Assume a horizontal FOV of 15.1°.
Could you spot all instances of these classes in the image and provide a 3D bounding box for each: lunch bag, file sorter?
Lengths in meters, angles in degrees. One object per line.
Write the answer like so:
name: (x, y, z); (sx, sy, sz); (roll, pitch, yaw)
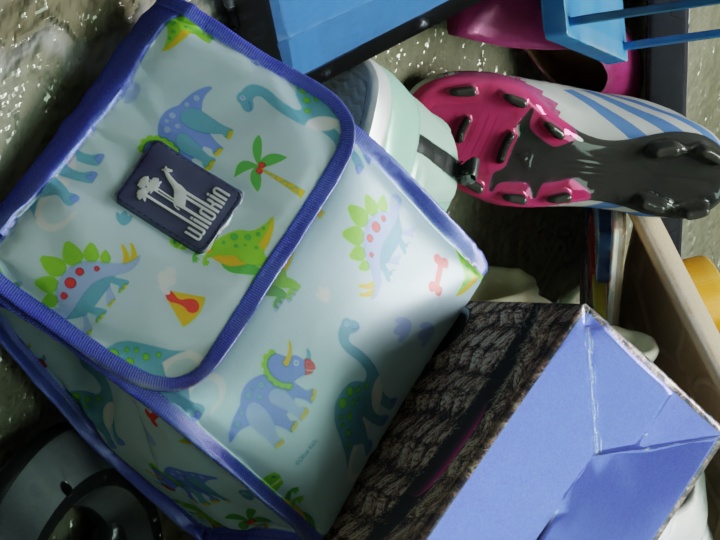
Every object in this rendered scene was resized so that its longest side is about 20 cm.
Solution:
lunch bag: (-0.065, 0.002, 1.210); (0.200, 0.127, 0.170); (45, 63, -24)
file sorter: (0.162, -0.222, 1.438); (0.139, 0.122, 0.201); (4, 81, -71)

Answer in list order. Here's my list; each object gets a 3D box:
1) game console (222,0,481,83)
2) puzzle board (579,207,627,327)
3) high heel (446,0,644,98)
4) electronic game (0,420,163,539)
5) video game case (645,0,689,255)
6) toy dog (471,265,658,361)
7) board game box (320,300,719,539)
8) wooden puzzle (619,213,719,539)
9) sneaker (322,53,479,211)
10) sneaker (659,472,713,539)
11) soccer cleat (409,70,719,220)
game console: (0.039, -0.155, 1.256); (0.199, 0.176, 0.117); (-29, 109, -13)
puzzle board: (0.144, -0.008, 1.633); (0.200, 0.017, 0.151); (-84, 177, -60)
high heel: (0.099, -0.119, 1.527); (0.200, 0.067, 0.096); (49, 57, -45)
electronic game: (-0.144, 0.168, 1.248); (0.200, 0.041, 0.201); (10, 90, -68)
video game case: (0.186, -0.127, 1.645); (0.181, 0.025, 0.201); (-81, 170, -56)
toy dog: (0.069, 0.125, 1.529); (0.194, 0.139, 0.201); (-20, 123, -47)
board game box: (0.044, 0.103, 1.242); (0.097, 0.200, 0.160); (42, 73, -19)
wooden puzzle: (0.200, 0.076, 1.583); (0.046, 0.186, 0.200); (-15, 144, -10)
sneaker: (0.000, 0.000, 1.388); (0.118, 0.073, 0.201); (24, 81, -56)
sneaker: (0.132, 0.170, 1.482); (0.200, 0.074, 0.087); (-51, 151, -41)
soccer cleat: (0.109, -0.071, 1.514); (0.086, 0.199, 0.070); (-125, -130, -66)
